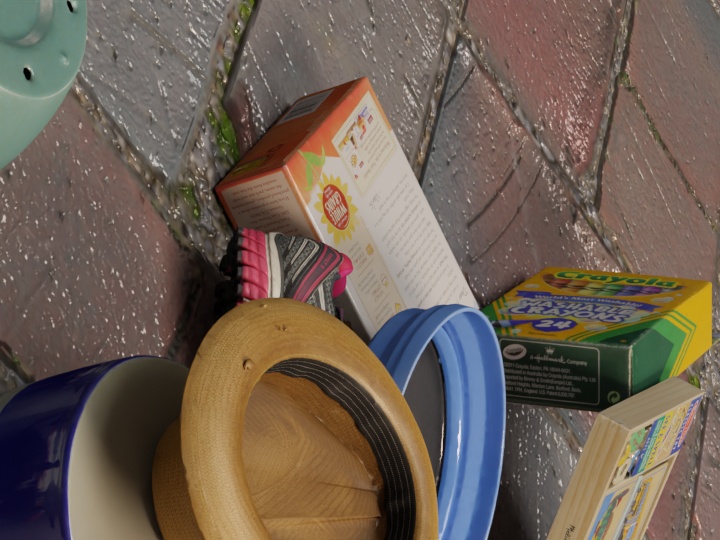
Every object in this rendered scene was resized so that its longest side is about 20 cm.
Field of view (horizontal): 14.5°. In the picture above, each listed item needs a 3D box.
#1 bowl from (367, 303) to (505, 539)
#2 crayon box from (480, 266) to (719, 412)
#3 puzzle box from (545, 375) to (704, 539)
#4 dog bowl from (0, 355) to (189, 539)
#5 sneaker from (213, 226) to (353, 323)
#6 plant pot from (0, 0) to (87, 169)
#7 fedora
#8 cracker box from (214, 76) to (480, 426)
[{"bbox_3d":[0.031,0.117,1.630,0.201,0.039,0.201,8,90,-68],"label":"bowl"},{"bbox_3d":[0.158,0.041,1.918,0.200,0.125,0.052,-29,121,-62],"label":"crayon box"},{"bbox_3d":[0.153,0.171,1.824,0.133,0.025,0.200,-19,133,-61],"label":"puzzle box"},{"bbox_3d":[-0.119,0.146,1.430,0.200,0.079,0.200,37,45,-47],"label":"dog bowl"},{"bbox_3d":[-0.039,0.067,1.585,0.074,0.081,0.200,7,63,-14],"label":"sneaker"},{"bbox_3d":[-0.224,-0.115,1.300,0.201,0.161,0.201,37,44,-48],"label":"plant pot"},{"bbox_3d":[-0.043,0.111,1.417,0.200,0.082,0.201,29,52,-45],"label":"fedora"},{"bbox_3d":[0.000,0.000,1.739,0.200,0.058,0.134,63,32,-16],"label":"cracker box"}]
